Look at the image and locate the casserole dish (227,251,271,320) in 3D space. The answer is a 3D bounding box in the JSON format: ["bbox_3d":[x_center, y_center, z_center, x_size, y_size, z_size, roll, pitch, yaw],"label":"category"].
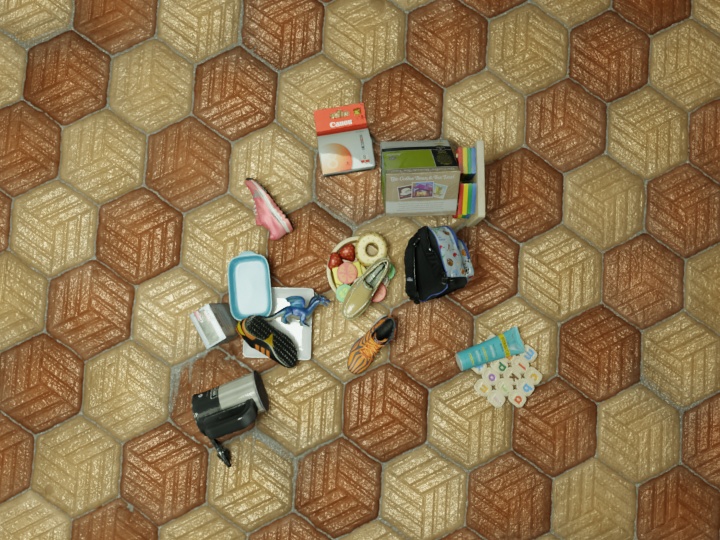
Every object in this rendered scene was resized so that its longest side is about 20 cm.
[{"bbox_3d":[-0.309,0.049,1.471,0.118,0.039,0.205,-6,86,0],"label":"casserole dish"}]

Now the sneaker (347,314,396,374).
[{"bbox_3d":[0.029,0.206,1.463,0.077,0.112,0.202,35,87,1],"label":"sneaker"}]

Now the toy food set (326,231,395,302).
[{"bbox_3d":[0.000,0.000,1.505,0.196,0.049,0.203,-15,88,-2],"label":"toy food set"}]

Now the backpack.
[{"bbox_3d":[0.215,-0.027,1.448,0.151,0.199,0.195,-11,78,-32],"label":"backpack"}]

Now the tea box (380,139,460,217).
[{"bbox_3d":[0.157,-0.255,1.433,0.195,0.199,0.136,-2,127,0],"label":"tea box"}]

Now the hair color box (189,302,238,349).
[{"bbox_3d":[-0.387,0.146,1.413,0.060,0.200,0.100,-29,88,-3],"label":"hair color box"}]

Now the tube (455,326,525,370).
[{"bbox_3d":[0.371,0.230,1.495,0.196,0.050,0.079,-19,93,-6],"label":"tube"}]

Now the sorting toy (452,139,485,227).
[{"bbox_3d":[0.293,-0.233,1.449,0.068,0.200,0.204,-1,87,3],"label":"sorting toy"}]

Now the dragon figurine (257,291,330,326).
[{"bbox_3d":[-0.185,0.102,1.455,0.195,0.059,0.102,7,83,-9],"label":"dragon figurine"}]

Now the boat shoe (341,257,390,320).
[{"bbox_3d":[0.012,0.048,1.441,0.071,0.076,0.202,33,87,0],"label":"boat shoe"}]

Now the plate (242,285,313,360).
[{"bbox_3d":[-0.234,0.150,1.500,0.195,0.032,0.205,2,87,-1],"label":"plate"}]

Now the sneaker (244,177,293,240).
[{"bbox_3d":[-0.280,-0.175,1.496,0.086,0.074,0.201,-38,89,-1],"label":"sneaker"}]

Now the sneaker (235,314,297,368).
[{"bbox_3d":[-0.261,0.200,1.449,0.200,0.089,0.071,45,51,-24],"label":"sneaker"}]

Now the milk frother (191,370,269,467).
[{"bbox_3d":[-0.342,0.416,1.448,0.184,0.182,0.202,-20,131,-2],"label":"milk frother"}]

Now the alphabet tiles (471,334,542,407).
[{"bbox_3d":[0.421,0.291,1.516,0.194,0.015,0.201,38,87,3],"label":"alphabet tiles"}]

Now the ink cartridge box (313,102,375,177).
[{"bbox_3d":[-0.048,-0.386,1.524,0.158,0.050,0.205,-9,90,-2],"label":"ink cartridge box"}]
